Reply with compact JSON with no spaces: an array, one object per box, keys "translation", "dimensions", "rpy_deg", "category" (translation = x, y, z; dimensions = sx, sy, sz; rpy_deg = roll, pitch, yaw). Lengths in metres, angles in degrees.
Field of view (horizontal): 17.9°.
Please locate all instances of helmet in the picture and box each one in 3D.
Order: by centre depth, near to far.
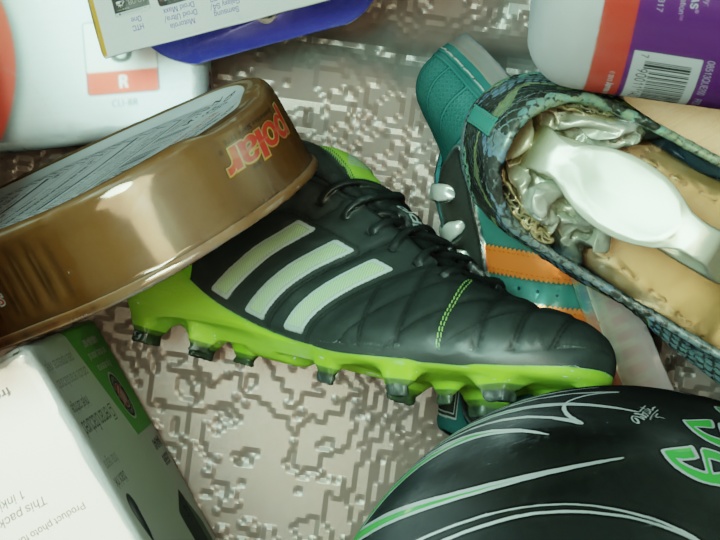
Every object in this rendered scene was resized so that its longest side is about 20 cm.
[{"translation":[0.074,0.134,0.691],"dimensions":[0.190,0.200,0.201],"rpy_deg":[8,93,29],"category":"helmet"}]

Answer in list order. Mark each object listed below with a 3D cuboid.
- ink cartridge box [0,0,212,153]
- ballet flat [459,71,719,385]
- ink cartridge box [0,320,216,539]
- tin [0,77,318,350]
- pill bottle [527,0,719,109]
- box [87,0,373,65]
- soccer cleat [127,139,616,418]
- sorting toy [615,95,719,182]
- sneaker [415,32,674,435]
[{"translation":[-0.139,-0.142,0.817],"dimensions":[0.161,0.050,0.201],"rpy_deg":[-5,96,3],"category":"ink cartridge box"},{"translation":[0.120,0.001,0.733],"dimensions":[0.199,0.074,0.075],"rpy_deg":[26,94,0],"category":"ballet flat"},{"translation":[-0.086,0.126,0.778],"dimensions":[0.084,0.146,0.201],"rpy_deg":[-30,91,2],"category":"ink cartridge box"},{"translation":[-0.102,-0.011,0.763],"dimensions":[0.199,0.112,0.042],"rpy_deg":[-20,100,37],"category":"tin"},{"translation":[0.155,-0.100,0.704],"dimensions":[0.199,0.112,0.113],"rpy_deg":[8,93,2],"category":"pill bottle"},{"translation":[-0.045,-0.156,0.735],"dimensions":[0.118,0.042,0.201],"rpy_deg":[-15,121,-4],"category":"box"},{"translation":[0.000,0.000,0.772],"dimensions":[0.199,0.067,0.082],"rpy_deg":[10,85,37],"category":"soccer cleat"},{"translation":[0.185,-0.086,0.794],"dimensions":[0.199,0.070,0.200],"rpy_deg":[-25,92,3],"category":"sorting toy"},{"translation":[0.055,0.019,0.804],"dimensions":[0.080,0.071,0.201],"rpy_deg":[-25,92,0],"category":"sneaker"}]
